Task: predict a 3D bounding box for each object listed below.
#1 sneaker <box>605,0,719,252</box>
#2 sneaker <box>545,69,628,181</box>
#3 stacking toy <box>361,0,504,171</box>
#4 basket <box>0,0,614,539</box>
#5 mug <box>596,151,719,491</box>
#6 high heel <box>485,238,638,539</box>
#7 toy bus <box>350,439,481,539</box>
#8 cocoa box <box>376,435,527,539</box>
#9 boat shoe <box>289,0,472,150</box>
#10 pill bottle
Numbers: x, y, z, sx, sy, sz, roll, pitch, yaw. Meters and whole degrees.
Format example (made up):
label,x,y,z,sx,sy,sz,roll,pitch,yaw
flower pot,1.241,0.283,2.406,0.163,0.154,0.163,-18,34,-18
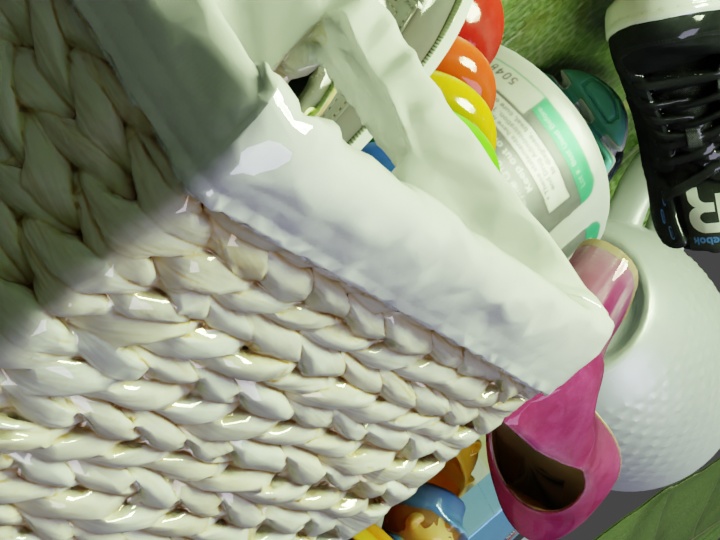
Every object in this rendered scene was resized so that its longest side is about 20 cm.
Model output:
label,x,y,z,sx,sy,sz,roll,pitch,yaw
sneaker,0.164,-0.067,0.883,0.073,0.113,0.200,-9,173,13
sneaker,0.067,-0.013,0.958,0.200,0.078,0.091,-43,165,11
stacking toy,0.017,-0.039,0.680,0.086,0.085,0.201,115,-14,-50
basket,-0.075,-0.027,0.444,0.161,0.199,0.200,-41,154,13
mug,0.157,0.020,1.128,0.201,0.147,0.175,-69,156,-10
high heel,0.071,0.080,0.789,0.096,0.067,0.200,-49,164,-33
toy bus,-0.011,0.092,0.863,0.192,0.200,0.136,-42,162,-19
cocoa box,0.002,0.140,1.073,0.200,0.134,0.131,-41,161,2
boat shoe,-0.023,-0.074,0.613,0.202,0.072,0.060,-58,151,-5
pill bottle,0.000,0.000,0.760,0.200,0.113,0.113,-38,162,-29
